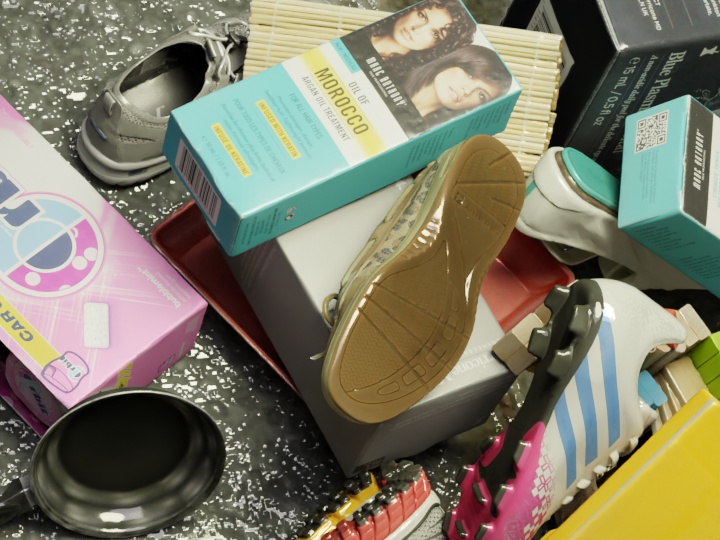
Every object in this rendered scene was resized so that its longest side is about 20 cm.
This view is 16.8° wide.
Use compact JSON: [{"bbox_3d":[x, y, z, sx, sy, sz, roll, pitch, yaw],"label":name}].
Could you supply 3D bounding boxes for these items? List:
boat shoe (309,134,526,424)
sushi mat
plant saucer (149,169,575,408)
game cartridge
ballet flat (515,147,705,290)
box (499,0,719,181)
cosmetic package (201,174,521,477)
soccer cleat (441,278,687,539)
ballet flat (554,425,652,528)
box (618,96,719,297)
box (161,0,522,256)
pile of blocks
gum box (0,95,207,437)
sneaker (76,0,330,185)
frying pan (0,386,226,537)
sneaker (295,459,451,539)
[{"bbox_3d":[0.029,0.009,1.401,0.073,0.063,0.200,46,57,-19],"label":"boat shoe"},{"bbox_3d":[0.024,-0.114,1.530,0.200,0.012,0.096,8,103,6],"label":"sushi mat"},{"bbox_3d":[0.000,0.000,1.544,0.200,0.037,0.200,-39,77,-28],"label":"plant saucer"},{"bbox_3d":[0.179,0.194,1.396,0.200,0.032,0.176,-43,110,2],"label":"game cartridge"},{"bbox_3d":[0.164,-0.023,1.561,0.200,0.069,0.069,24,50,-45],"label":"ballet flat"},{"bbox_3d":[0.207,-0.150,1.581,0.200,0.197,0.117,-10,66,-19],"label":"box"},{"bbox_3d":[-0.001,0.011,1.468,0.107,0.090,0.200,-22,67,-27],"label":"cosmetic package"},{"bbox_3d":[0.118,0.100,1.380,0.086,0.200,0.070,18,19,-21],"label":"soccer cleat"},{"bbox_3d":[0.209,0.111,1.515,0.200,0.067,0.068,-32,74,-27],"label":"ballet flat"},{"bbox_3d":[0.243,-0.025,1.540,0.200,0.049,0.082,32,54,-38],"label":"box"},{"bbox_3d":[-0.010,-0.089,1.441,0.200,0.049,0.082,-26,71,-23],"label":"box"},{"bbox_3d":[0.179,0.055,1.438,0.200,0.062,0.082,9,57,-28],"label":"pile of blocks"},{"bbox_3d":[-0.204,-0.003,1.478,0.200,0.066,0.113,44,60,12],"label":"gum box"},{"bbox_3d":[-0.088,-0.124,1.563,0.200,0.082,0.075,-35,75,-27],"label":"sneaker"},{"bbox_3d":[-0.164,0.130,1.424,0.115,0.190,0.031,42,19,-37],"label":"frying pan"},{"bbox_3d":[-0.024,0.200,1.403,0.200,0.078,0.082,-37,110,-12],"label":"sneaker"}]
